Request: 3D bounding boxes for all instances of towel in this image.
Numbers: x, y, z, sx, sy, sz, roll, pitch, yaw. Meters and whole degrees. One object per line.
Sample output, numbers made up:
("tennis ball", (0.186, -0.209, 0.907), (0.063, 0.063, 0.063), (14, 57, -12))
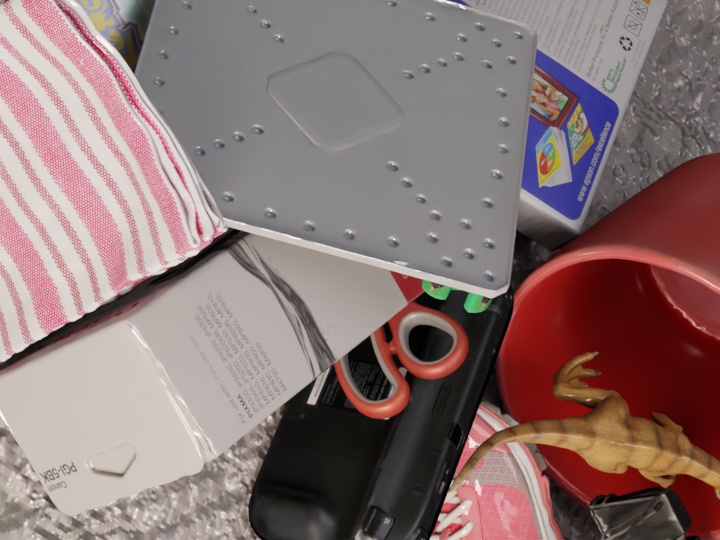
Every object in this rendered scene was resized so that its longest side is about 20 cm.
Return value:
("towel", (-0.167, -0.038, 1.120), (0.146, 0.200, 0.030), (56, 38, -7))

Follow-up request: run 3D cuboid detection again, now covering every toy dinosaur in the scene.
("toy dinosaur", (0.130, 0.089, 1.297), (0.200, 0.106, 0.061), (10, 106, -20))

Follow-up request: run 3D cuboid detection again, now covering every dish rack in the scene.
("dish rack", (0.156, 0.210, 1.284), (0.154, 0.054, 0.200), (63, 28, -3))

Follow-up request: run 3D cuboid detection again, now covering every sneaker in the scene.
("sneaker", (0.070, 0.155, 1.329), (0.087, 0.074, 0.200), (-38, 100, -37))

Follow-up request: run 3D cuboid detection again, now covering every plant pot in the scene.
("plant pot", (0.203, 0.031, 1.409), (0.201, 0.200, 0.177), (55, 42, -11))

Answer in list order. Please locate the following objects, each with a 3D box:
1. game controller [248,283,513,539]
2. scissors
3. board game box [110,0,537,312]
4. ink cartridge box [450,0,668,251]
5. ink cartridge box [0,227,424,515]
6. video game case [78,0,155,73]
("game controller", (0.012, 0.071, 1.299), (0.200, 0.104, 0.042), (-67, 148, -31))
("scissors", (0.000, 0.000, 1.323), (0.014, 0.073, 0.200), (59, 4, -49))
("board game box", (-0.016, -0.077, 1.194), (0.200, 0.026, 0.200), (15, 46, -6))
("ink cartridge box", (0.076, -0.142, 1.441), (0.200, 0.047, 0.198), (32, 59, -13))
("ink cartridge box", (-0.071, 0.028, 1.207), (0.200, 0.147, 0.083), (-38, 100, -41))
("video game case", (-0.172, -0.102, 1.215), (0.182, 0.023, 0.200), (-42, 99, -25))
